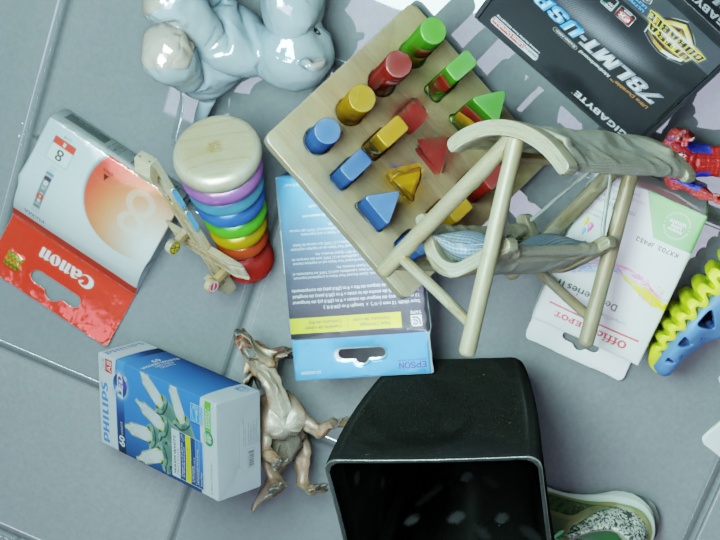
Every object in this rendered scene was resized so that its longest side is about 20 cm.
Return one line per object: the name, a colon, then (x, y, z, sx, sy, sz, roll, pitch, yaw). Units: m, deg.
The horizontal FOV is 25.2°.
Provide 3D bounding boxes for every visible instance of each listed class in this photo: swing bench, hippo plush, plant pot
swing bench: (0.155, -0.044, 1.407, 0.130, 0.198, 0.201, 43, 117, 34)
hippo plush: (-0.108, -0.212, 1.506, 0.159, 0.159, 0.203, 2, 106, 12)
plant pot: (0.090, 0.193, 1.553, 0.197, 0.178, 0.201, -3, 126, 12)

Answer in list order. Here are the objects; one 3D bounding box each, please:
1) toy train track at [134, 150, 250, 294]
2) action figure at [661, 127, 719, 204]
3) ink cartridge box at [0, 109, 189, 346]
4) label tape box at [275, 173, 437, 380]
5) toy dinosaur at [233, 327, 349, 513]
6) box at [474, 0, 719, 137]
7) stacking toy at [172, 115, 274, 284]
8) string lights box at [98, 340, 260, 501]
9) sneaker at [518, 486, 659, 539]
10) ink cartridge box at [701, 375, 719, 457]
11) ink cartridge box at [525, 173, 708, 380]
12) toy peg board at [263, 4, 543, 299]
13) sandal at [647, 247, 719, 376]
toy train track: (-0.172, -0.036, 1.543, 0.114, 0.033, 0.201, 29, 158, 37)
action figure: (0.346, -0.095, 1.462, 0.197, 0.099, 0.066, 2, 104, 7)
ink cartridge box: (-0.288, -0.039, 1.655, 0.161, 0.050, 0.201, 33, 107, 2)
label tape box: (0.000, 0.000, 1.578, 0.141, 0.066, 0.203, -4, 96, 13)
toy dinosaur: (-0.085, 0.152, 1.645, 0.136, 0.085, 0.201, 55, 147, 35)
box: (0.222, -0.223, 1.431, 0.200, 0.050, 0.199, 42, 148, -1)
stacking toy: (-0.124, -0.055, 1.560, 0.084, 0.086, 0.201, 6, 145, 11)
string lights box: (-0.184, 0.148, 1.628, 0.199, 0.059, 0.104, 17, 113, 44)
sneaker: (0.197, 0.263, 1.612, 0.197, 0.089, 0.078, -5, 105, 14)
ink cartridge box: (0.421, 0.108, 1.518, 0.115, 0.067, 0.200, 37, 111, -15)
ink cartridge box: (0.239, 0.008, 1.541, 0.116, 0.067, 0.202, 23, 109, 5)
toy peg board: (0.052, -0.118, 1.479, 0.199, 0.098, 0.200, -43, 93, -15)
sandal: (0.351, 0.031, 1.520, 0.087, 0.080, 0.200, 39, 111, -5)
